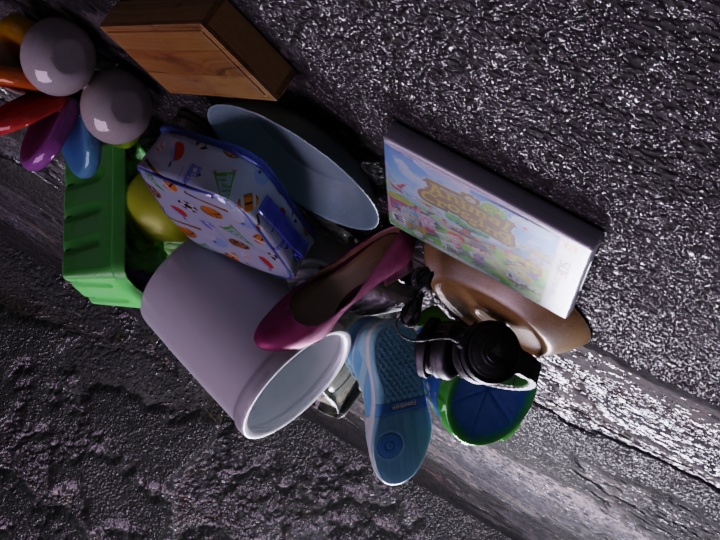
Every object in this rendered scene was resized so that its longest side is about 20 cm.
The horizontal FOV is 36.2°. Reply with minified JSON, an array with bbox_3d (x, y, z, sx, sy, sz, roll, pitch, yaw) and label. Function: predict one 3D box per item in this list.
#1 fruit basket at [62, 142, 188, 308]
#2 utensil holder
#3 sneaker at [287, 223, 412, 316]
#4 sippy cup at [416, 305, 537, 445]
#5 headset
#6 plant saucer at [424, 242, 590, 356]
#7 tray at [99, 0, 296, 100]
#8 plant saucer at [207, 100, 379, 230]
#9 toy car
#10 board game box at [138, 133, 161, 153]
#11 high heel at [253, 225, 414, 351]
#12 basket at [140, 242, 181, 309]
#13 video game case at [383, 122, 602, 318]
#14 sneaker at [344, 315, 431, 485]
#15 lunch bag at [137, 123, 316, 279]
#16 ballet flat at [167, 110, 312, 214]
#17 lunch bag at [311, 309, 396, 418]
[{"bbox_3d":[-0.256,-0.066,1.342,0.215,0.216,0.156,27,165,21],"label":"fruit basket"},{"bbox_3d":[-0.137,0.068,1.300,0.200,0.170,0.170,44,171,20],"label":"utensil holder"},{"bbox_3d":[0.000,0.000,1.300,0.075,0.082,0.200,-13,155,38],"label":"sneaker"},{"bbox_3d":[0.123,0.124,1.330,0.139,0.179,0.130,-6,-160,-29],"label":"sippy cup"},{"bbox_3d":[0.110,0.071,1.157,0.123,0.094,0.200,1,160,44],"label":"headset"},{"bbox_3d":[0.144,0.037,1.155,0.200,0.036,0.200,31,166,9],"label":"plant saucer"},{"bbox_3d":[-0.153,-0.201,1.002,0.200,0.037,0.099,14,157,51],"label":"tray"},{"bbox_3d":[-0.058,-0.113,1.085,0.201,0.039,0.201,32,166,9],"label":"plant saucer"},{"bbox_3d":[-0.346,-0.186,1.242,0.200,0.150,0.175,42,163,-32],"label":"toy car"},{"bbox_3d":[-0.210,-0.124,1.403,0.135,0.028,0.200,41,165,-25],"label":"board game box"},{"bbox_3d":[-0.033,0.014,1.170,0.068,0.200,0.096,53,173,22],"label":"high heel"},{"bbox_3d":[-0.216,0.005,1.541,0.199,0.124,0.136,12,163,4],"label":"basket"},{"bbox_3d":[0.111,-0.039,0.985,0.199,0.022,0.182,30,164,13],"label":"video game case"},{"bbox_3d":[0.027,0.147,1.328,0.079,0.201,0.131,-3,-171,-19],"label":"sneaker"},{"bbox_3d":[-0.134,-0.069,1.172,0.160,0.076,0.200,19,162,28],"label":"lunch bag"},{"bbox_3d":[-0.136,-0.113,1.242,0.200,0.046,0.067,32,167,5],"label":"ballet flat"},{"bbox_3d":[-0.028,0.100,1.481,0.117,0.164,0.200,28,166,25],"label":"lunch bag"}]
